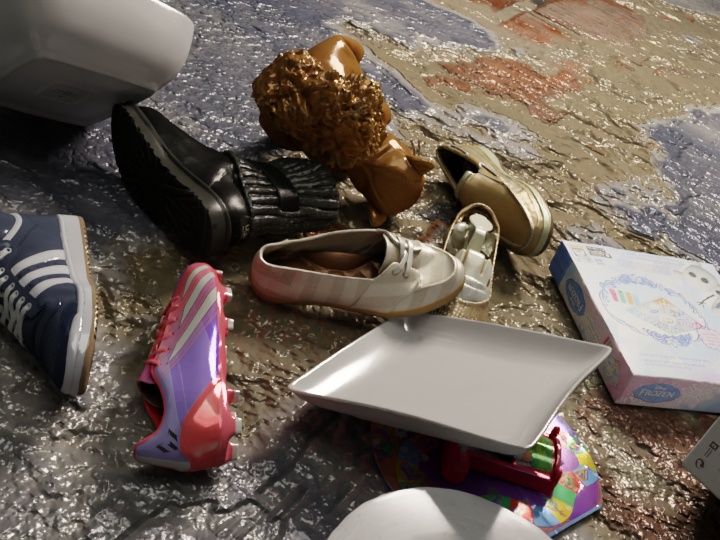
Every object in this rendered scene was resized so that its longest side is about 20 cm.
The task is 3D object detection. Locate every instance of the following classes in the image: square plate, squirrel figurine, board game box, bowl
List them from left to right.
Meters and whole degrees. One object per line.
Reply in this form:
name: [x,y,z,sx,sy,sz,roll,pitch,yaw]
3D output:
bowl: [-0.279,-0.201,0.867,0.199,0.198,0.076,8,74,-49]
squirrel figurine: [-0.016,-0.137,0.939,0.187,0.141,0.200,51,11,10]
square plate: [0.075,0.085,0.718,0.196,0.029,0.199,10,20,29]
board game box: [0.109,0.138,0.725,0.198,0.039,0.158,-13,47,-37]
board game box: [0.315,0.058,0.932,0.197,0.044,0.200,8,36,-17]

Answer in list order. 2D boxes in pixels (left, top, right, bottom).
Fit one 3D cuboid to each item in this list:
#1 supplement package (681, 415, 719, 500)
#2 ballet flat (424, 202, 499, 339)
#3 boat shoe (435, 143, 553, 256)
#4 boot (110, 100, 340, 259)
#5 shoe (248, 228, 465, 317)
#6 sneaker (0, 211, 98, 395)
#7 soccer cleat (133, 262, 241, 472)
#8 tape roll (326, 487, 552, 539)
supplement package: [0.392,0.158,0.709,0.200,0.153,0.150,43,19,29]
ballet flat: [0.102,-0.005,0.891,0.070,0.066,0.201,18,35,-3]
boat shoe: [0.136,-0.081,1.003,0.075,0.072,0.200,14,23,-30]
boot: [-0.134,-0.096,0.884,0.157,0.080,0.211,-20,56,-39]
shoe: [0.000,0.000,0.810,0.197,0.054,0.071,0,57,-8]
sneaker: [-0.256,0.019,0.676,0.107,0.071,0.201,7,30,-26]
soccer cleat: [-0.134,0.064,0.688,0.075,0.067,0.201,2,41,-17]
tape roll: [0.057,0.232,0.553,0.197,0.067,0.201,13,36,-9]
